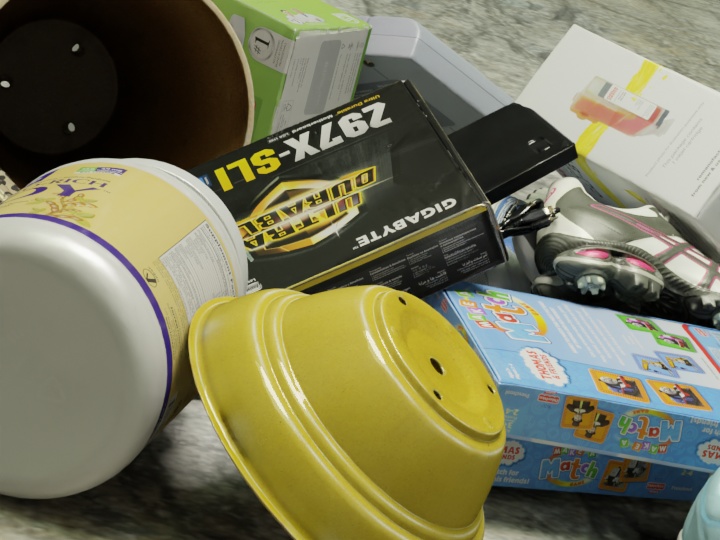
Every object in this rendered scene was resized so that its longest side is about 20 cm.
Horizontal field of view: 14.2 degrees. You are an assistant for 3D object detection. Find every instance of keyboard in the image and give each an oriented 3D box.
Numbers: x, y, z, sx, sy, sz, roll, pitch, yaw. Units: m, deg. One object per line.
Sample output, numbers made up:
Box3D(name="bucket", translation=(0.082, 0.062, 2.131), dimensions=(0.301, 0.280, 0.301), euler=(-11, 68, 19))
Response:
Box3D(name="keyboard", translation=(0.042, -0.030, 1.715), dimensions=(0.200, 0.021, 0.127), euler=(-29, 36, -12))

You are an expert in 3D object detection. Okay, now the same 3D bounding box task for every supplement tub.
Box3D(name="supplement tub", translation=(-0.144, 0.023, 1.499), dimensions=(0.145, 0.146, 0.200), euler=(19, 19, 9))

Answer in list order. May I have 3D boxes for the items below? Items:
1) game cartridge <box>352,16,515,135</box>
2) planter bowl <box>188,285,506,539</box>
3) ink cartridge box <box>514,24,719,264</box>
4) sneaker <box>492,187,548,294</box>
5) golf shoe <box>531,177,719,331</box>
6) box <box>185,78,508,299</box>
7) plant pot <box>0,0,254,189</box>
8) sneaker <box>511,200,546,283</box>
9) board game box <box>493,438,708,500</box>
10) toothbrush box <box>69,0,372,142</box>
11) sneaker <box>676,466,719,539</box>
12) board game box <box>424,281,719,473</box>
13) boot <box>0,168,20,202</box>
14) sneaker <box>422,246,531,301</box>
Box3D(name="game cartridge", translation=(-0.001, -0.130, 2.032), dimensions=(0.200, 0.041, 0.133), euler=(-4, -26, 44))
Box3D(name="planter bowl", translation=(0.013, 0.069, 1.445), dimensions=(0.200, 0.083, 0.200), euler=(42, 21, -20))
Box3D(name="ink cartridge box", translation=(0.209, -0.061, 1.847), dimensions=(0.145, 0.083, 0.200), euler=(41, -5, -41))
Box3D(name="sneaker", translation=(0.128, -0.008, 1.909), dimensions=(0.089, 0.079, 0.200), euler=(20, 19, 19))
Box3D(name="golf shoe", translation=(0.193, 0.005, 1.746), dimensions=(0.200, 0.077, 0.088), euler=(22, 48, -29))
Box3D(name="box", translation=(-0.033, -0.023, 1.684), dimensions=(0.200, 0.049, 0.160), euler=(-23, 34, -4))
Box3D(name="plant pot", translation=(-0.180, -0.110, 1.842), dimensions=(0.186, 0.187, 0.200), euler=(10, 5, -16))
Box3D(name="sneaker", translation=(0.151, 0.011, 1.828), dimensions=(0.081, 0.075, 0.200), euler=(12, -16, 45))
Box3D(name="board game box", translation=(0.082, 0.079, 1.664), dimensions=(0.200, 0.037, 0.151), euler=(5, 21, -26))
Box3D(name="toothbrush box", translation=(-0.106, -0.135, 1.978), dimensions=(0.200, 0.146, 0.086), euler=(27, 22, 33))
Box3D(name="sneaker", translation=(0.213, 0.158, 1.494), dimensions=(0.074, 0.082, 0.200), euler=(8, 20, -20))
Box3D(name="board game box", translation=(0.146, 0.062, 1.627), dimensions=(0.200, 0.037, 0.151), euler=(12, 19, -17))
Box3D(name="boot", translation=(-0.288, -0.040, 1.675), dimensions=(0.200, 0.073, 0.151), euler=(34, 27, 34))
Box3D(name="sneaker", translation=(0.000, 0.000, 1.797), dimensions=(0.200, 0.075, 0.115), euler=(20, 20, 26))
